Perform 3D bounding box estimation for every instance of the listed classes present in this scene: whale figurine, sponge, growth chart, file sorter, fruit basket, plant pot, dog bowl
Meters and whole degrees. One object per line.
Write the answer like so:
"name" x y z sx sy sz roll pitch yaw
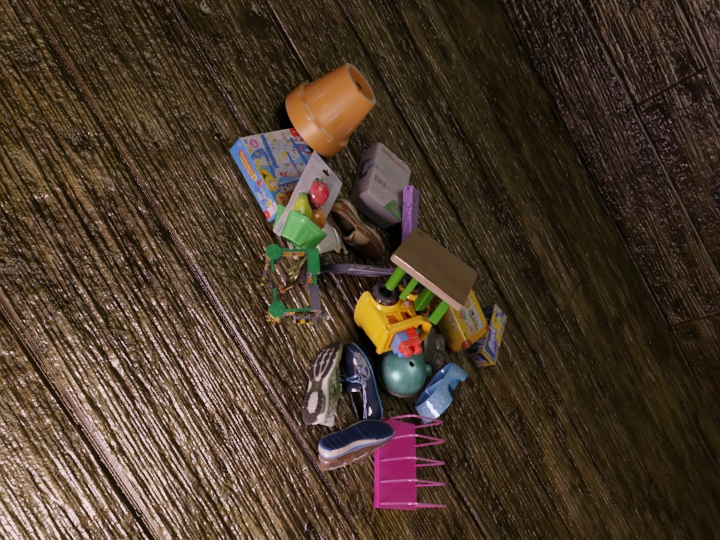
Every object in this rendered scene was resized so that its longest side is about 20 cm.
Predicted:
"whale figurine" 0.121 0.219 1.367 0.157 0.104 0.202 28 59 -6
"sponge" 0.144 -0.136 1.546 0.111 0.029 0.204 9 84 -74
"growth chart" -0.122 -0.101 1.360 0.198 0.018 0.147 -10 79 -46
"file sorter" 0.123 0.454 1.267 0.138 0.124 0.203 23 57 -38
"fruit basket" -0.121 -0.153 1.247 0.203 0.092 0.185 -70 157 -7
"plant pot" -0.065 -0.434 1.405 0.200 0.182 0.202 41 31 -32
"dog bowl" 0.213 0.322 1.434 0.050 0.112 0.200 46 45 2

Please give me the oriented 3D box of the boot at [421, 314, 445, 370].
"boot" 0.190 0.173 1.515 0.130 0.067 0.204 25 64 -40

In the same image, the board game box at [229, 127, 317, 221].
"board game box" -0.190 -0.242 1.319 0.199 0.056 0.198 -28 87 -47

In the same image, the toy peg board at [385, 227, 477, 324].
"toy peg board" 0.165 0.018 1.308 0.199 0.098 0.199 37 31 4

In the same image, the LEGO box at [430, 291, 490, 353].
"LEGO box" 0.292 0.123 1.615 0.148 0.077 0.203 -24 89 -47

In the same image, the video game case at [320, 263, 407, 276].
"video game case" 0.000 0.000 1.344 0.198 0.142 0.019 7 84 -42

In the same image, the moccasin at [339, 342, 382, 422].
"moccasin" -0.004 0.273 1.264 0.068 0.080 0.203 -20 85 -42

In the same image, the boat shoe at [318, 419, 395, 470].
"boat shoe" -0.011 0.395 1.207 0.197 0.072 0.074 -4 114 -32

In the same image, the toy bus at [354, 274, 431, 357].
"toy bus" 0.110 0.127 1.328 0.197 0.137 0.193 -14 52 -27

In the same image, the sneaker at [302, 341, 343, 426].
"sneaker" -0.072 0.263 1.221 0.089 0.076 0.203 42 52 -40

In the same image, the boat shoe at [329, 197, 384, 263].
"boat shoe" -0.018 -0.096 1.413 0.201 0.075 0.074 50 38 -12

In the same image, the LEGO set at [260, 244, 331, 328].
"LEGO set" -0.155 0.040 1.227 0.151 0.116 0.203 -9 73 -15

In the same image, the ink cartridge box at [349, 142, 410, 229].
"ink cartridge box" 0.061 -0.246 1.551 0.145 0.087 0.203 35 53 -29

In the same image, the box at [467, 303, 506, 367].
"box" 0.405 0.206 1.698 0.070 0.064 0.201 45 48 -19
